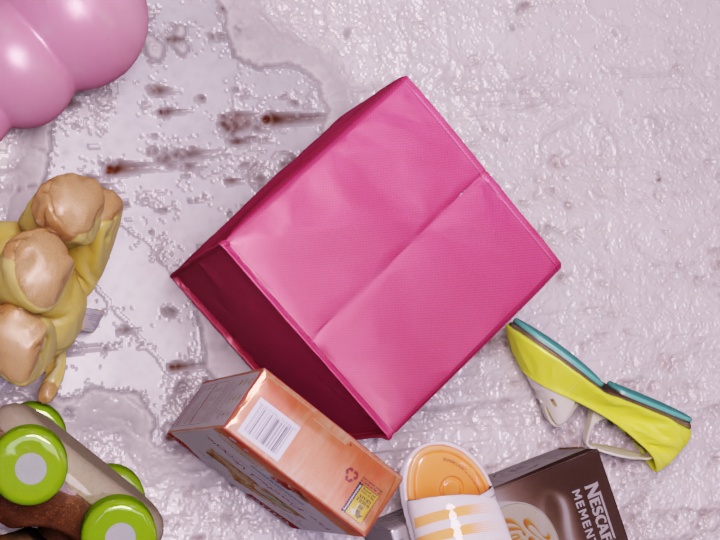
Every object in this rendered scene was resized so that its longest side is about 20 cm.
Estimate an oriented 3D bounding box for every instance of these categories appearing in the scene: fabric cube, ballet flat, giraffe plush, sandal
[{"bbox_3d":[0.000,0.000,1.301,0.199,0.196,0.200,-44,98,-19],"label":"fabric cube"},{"bbox_3d":[0.199,0.116,1.428,0.199,0.067,0.067,29,95,-15],"label":"ballet flat"},{"bbox_3d":[-0.283,-0.007,1.233,0.161,0.200,0.174,21,71,3],"label":"giraffe plush"},{"bbox_3d":[0.090,0.235,1.288,0.079,0.059,0.209,-13,87,-18],"label":"sandal"}]

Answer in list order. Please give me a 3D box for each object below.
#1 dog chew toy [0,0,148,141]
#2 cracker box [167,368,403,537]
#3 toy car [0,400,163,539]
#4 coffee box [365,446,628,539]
[{"bbox_3d":[-0.262,-0.169,1.279,0.200,0.124,0.125,-43,97,-10],"label":"dog chew toy"},{"bbox_3d":[-0.063,0.141,1.258,0.134,0.200,0.058,38,74,-10],"label":"cracker box"},{"bbox_3d":[-0.259,0.216,1.215,0.157,0.164,0.200,39,85,-10],"label":"toy car"},{"bbox_3d":[0.116,0.232,1.371,0.199,0.080,0.115,-19,90,-20],"label":"coffee box"}]
